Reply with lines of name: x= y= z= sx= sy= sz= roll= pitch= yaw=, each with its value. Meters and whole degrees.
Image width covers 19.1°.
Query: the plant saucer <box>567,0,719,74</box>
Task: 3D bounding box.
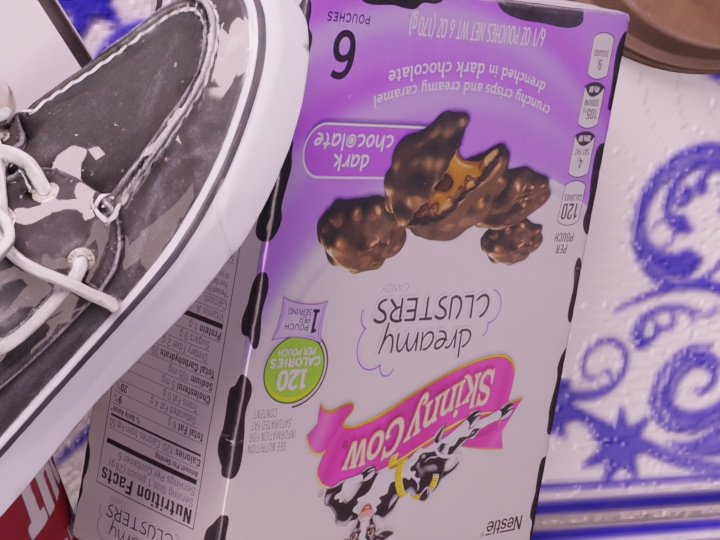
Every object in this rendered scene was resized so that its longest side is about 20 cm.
plant saucer: x=0.147 y=-0.168 z=0.799 sx=0.199 sy=0.029 sz=0.201 roll=-9 pitch=113 yaw=-22

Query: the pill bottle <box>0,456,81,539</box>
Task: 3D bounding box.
pill bottle: x=-0.160 y=0.060 z=0.698 sx=0.113 sy=0.113 sz=0.200 roll=-23 pitch=119 yaw=-15

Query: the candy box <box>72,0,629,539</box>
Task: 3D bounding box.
candy box: x=0.000 y=0.000 z=0.729 sx=0.167 sy=0.071 sz=0.201 roll=-2 pitch=106 yaw=-48

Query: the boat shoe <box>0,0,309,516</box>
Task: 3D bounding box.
boat shoe: x=-0.095 y=-0.008 z=0.590 sx=0.199 sy=0.074 sz=0.068 roll=-48 pitch=137 yaw=9

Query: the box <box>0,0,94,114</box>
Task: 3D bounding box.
box: x=-0.147 y=-0.104 z=0.638 sx=0.060 sy=0.117 sz=0.200 roll=-36 pitch=119 yaw=-10
